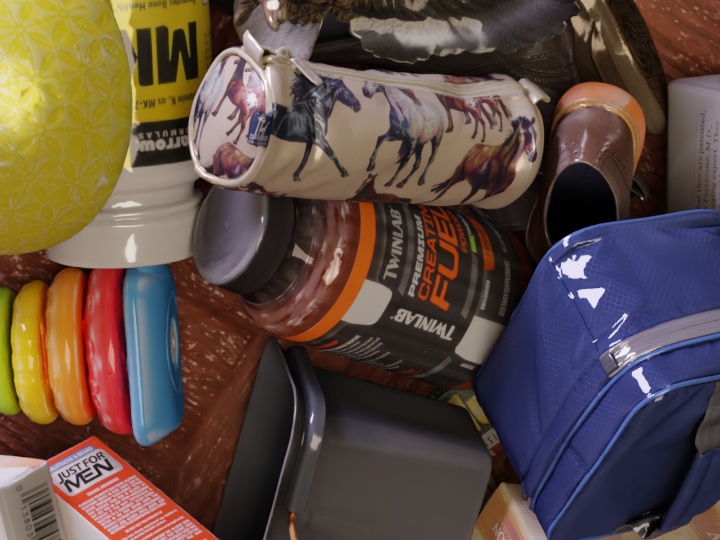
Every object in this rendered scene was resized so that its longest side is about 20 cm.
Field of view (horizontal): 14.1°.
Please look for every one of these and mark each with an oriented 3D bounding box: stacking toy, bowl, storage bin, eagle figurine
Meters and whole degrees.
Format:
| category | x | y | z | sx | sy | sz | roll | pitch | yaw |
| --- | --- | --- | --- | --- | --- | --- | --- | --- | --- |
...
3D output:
| category | x | y | z | sx | sy | sz | roll | pitch | yaw |
| --- | --- | --- | --- | --- | --- | --- | --- | --- | --- |
| stacking toy | -0.209 | 0.049 | 1.735 | 0.200 | 0.116 | 0.110 | -4 | 96 | 5 |
| bowl | -0.238 | -0.098 | 1.627 | 0.108 | 0.200 | 0.200 | -20 | 115 | -52 |
| storage bin | -0.006 | 0.159 | 1.753 | 0.134 | 0.146 | 0.200 | 10 | 109 | -14 |
| eagle figurine | 0.020 | -0.191 | 1.645 | 0.200 | 0.151 | 0.152 | -17 | 118 | -23 |

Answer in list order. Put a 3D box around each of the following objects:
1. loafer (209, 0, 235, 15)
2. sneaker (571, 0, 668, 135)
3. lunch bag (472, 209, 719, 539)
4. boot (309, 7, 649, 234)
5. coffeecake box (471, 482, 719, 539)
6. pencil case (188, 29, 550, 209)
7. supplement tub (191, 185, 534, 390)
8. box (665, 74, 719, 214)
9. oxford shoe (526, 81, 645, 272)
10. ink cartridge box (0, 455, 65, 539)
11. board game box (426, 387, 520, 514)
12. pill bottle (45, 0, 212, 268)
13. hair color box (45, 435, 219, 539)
| category | x | y | z | sx | sy | sz | roll | pitch | yaw |
| --- | --- | --- | --- | --- | --- | --- | --- | --- | --- |
| loafer | -0.063 | -0.247 | 1.701 | 0.073 | 0.071 | 0.200 | 4 | 101 | -11 |
| sneaker | 0.117 | -0.160 | 1.767 | 0.076 | 0.070 | 0.200 | -25 | 109 | 22 |
| lunch bag | 0.161 | 0.076 | 1.686 | 0.136 | 0.132 | 0.200 | -9 | 147 | -26 |
| boot | 0.061 | -0.091 | 1.753 | 0.200 | 0.069 | 0.174 | -4 | 127 | 20 |
| coffeecake box | 0.177 | 0.212 | 1.766 | 0.200 | 0.154 | 0.073 | 7 | 129 | -33 |
| pencil case | 0.008 | -0.081 | 1.638 | 0.200 | 0.078 | 0.089 | 3 | 135 | -31 |
| supplement tub | 0.000 | 0.000 | 1.716 | 0.200 | 0.107 | 0.107 | 18 | 99 | -37 |
| box | 0.299 | -0.020 | 1.764 | 0.199 | 0.131 | 0.200 | -7 | 104 | -25 |
| oxford shoe | 0.127 | -0.014 | 1.723 | 0.071 | 0.073 | 0.200 | 8 | 133 | 12 |
| ink cartridge box | -0.245 | 0.187 | 1.725 | 0.050 | 0.200 | 0.162 | -24 | 109 | -40 |
| board game box | 0.089 | 0.108 | 1.832 | 0.200 | 0.023 | 0.105 | -36 | 104 | -1 |
| pill bottle | -0.142 | -0.108 | 1.695 | 0.114 | 0.114 | 0.200 | -5 | 103 | -9 |
| hair color box | -0.118 | 0.203 | 1.690 | 0.064 | 0.200 | 0.111 | -26 | 145 | -45 |
